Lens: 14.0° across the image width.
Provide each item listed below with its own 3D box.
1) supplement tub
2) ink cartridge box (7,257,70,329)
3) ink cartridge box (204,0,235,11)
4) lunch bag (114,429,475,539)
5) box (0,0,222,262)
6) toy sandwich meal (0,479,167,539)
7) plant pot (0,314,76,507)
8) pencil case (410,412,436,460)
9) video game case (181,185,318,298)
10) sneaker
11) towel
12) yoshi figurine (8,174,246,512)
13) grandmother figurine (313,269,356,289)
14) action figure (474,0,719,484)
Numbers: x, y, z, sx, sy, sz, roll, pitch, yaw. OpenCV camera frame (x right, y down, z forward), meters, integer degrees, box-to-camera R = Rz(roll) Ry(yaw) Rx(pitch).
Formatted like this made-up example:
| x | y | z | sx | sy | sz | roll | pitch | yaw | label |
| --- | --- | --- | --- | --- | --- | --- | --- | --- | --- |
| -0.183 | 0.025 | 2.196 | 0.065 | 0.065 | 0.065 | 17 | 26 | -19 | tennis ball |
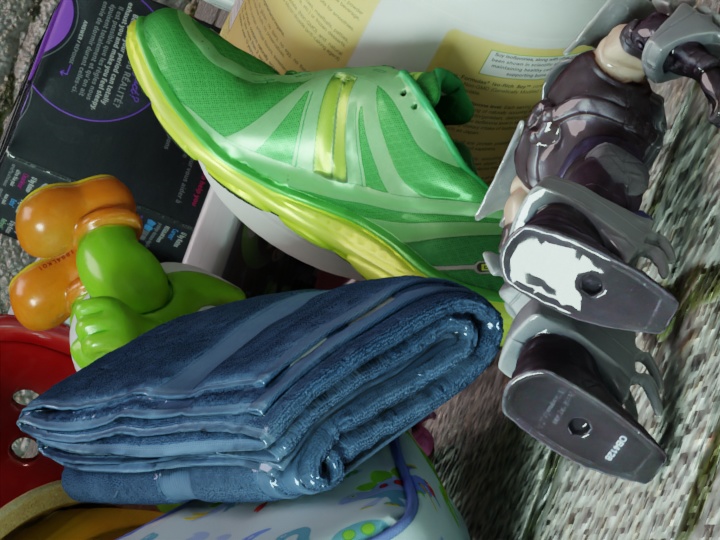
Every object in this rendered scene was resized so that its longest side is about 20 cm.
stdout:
| x | y | z | sx | sy | sz | roll | pitch | yaw | label |
| --- | --- | --- | --- | --- | --- | --- | --- | --- | --- |
| 0.028 | -0.108 | 1.192 | 0.145 | 0.145 | 0.200 | -79 | 15 | -50 | supplement tub |
| -0.119 | 0.050 | 1.630 | 0.200 | 0.162 | 0.050 | 136 | 157 | -69 | ink cartridge box |
| 0.022 | -0.198 | 1.437 | 0.084 | 0.144 | 0.200 | -127 | 59 | -80 | ink cartridge box |
| -0.053 | 0.132 | 1.035 | 0.200 | 0.082 | 0.161 | -28 | 15 | 2 | lunch bag |
| -0.093 | -0.058 | 1.606 | 0.106 | 0.200 | 0.122 | 131 | 159 | -64 | box |
| -0.116 | 0.180 | 1.178 | 0.070 | 0.205 | 0.205 | 12 | 77 | 36 | toy sandwich meal |
| -0.189 | 0.152 | 1.512 | 0.183 | 0.200 | 0.200 | -51 | 17 | 36 | plant pot |
| -0.029 | 0.139 | 1.160 | 0.094 | 0.091 | 0.200 | -12 | 52 | 40 | pencil case |
| -0.049 | 0.014 | 1.450 | 0.200 | 0.023 | 0.182 | -69 | -19 | 2 | video game case |
| 0.000 | -0.048 | 1.118 | 0.084 | 0.200 | 0.074 | -58 | -14 | 5 | sneaker |
| -0.039 | 0.041 | 1.076 | 0.112 | 0.049 | 0.200 | -34 | 12 | -29 | towel |
| -0.104 | 0.062 | 1.302 | 0.112 | 0.112 | 0.200 | -45 | 60 | 19 | yoshi figurine |
| 0.000 | 0.000 | 1.349 | 0.121 | 0.061 | 0.200 | -51 | 14 | 29 | grandmother figurine |
| 0.078 | -0.020 | 0.959 | 0.200 | 0.069 | 0.130 | -76 | 4 | -59 | action figure |
